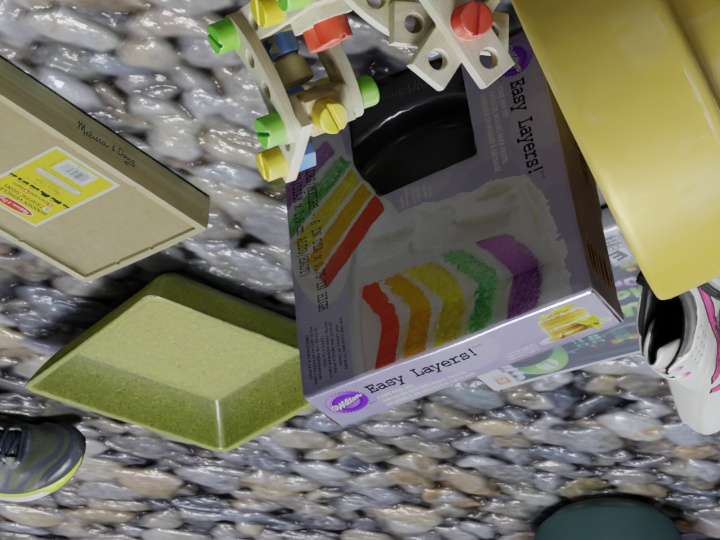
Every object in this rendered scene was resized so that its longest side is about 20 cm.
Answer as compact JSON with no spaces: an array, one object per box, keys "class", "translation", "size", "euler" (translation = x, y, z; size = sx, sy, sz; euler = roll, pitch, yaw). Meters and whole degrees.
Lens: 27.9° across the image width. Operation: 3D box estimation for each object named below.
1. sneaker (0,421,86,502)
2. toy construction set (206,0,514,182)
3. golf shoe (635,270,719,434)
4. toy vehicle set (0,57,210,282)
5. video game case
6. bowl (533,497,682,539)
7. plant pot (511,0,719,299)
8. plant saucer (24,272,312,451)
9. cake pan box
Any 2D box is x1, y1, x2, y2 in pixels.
[{"class":"sneaker","translation":[-0.347,0.162,1.303],"size":[0.200,0.074,0.081],"euler":[-5,145,6]},{"class":"toy construction set","translation":[-0.013,-0.123,0.756],"size":[0.092,0.131,0.200],"euler":[-23,-174,-35]},{"class":"golf shoe","translation":[0.229,0.049,1.033],"size":[0.073,0.092,0.200],"euler":[30,147,42]},{"class":"toy vehicle set","translation":[-0.213,-0.062,0.969],"size":[0.124,0.027,0.200],"euler":[-20,143,31]},{"class":"video game case","translation":[0.146,0.028,1.111],"size":[0.200,0.023,0.182],"euler":[-18,144,29]},{"class":"bowl","translation":[0.254,0.302,1.481],"size":[0.201,0.105,0.201],"euler":[1,148,1]},{"class":"plant pot","translation":[0.195,-0.113,0.732],"size":[0.189,0.201,0.201],"euler":[-25,143,11]},{"class":"plant saucer","translation":[-0.134,0.070,1.165],"size":[0.200,0.048,0.200],"euler":[23,143,-32]},{"class":"cake pan box","translation":[0.046,-0.029,0.849],"size":[0.184,0.200,0.052],"euler":[-20,144,21]}]
